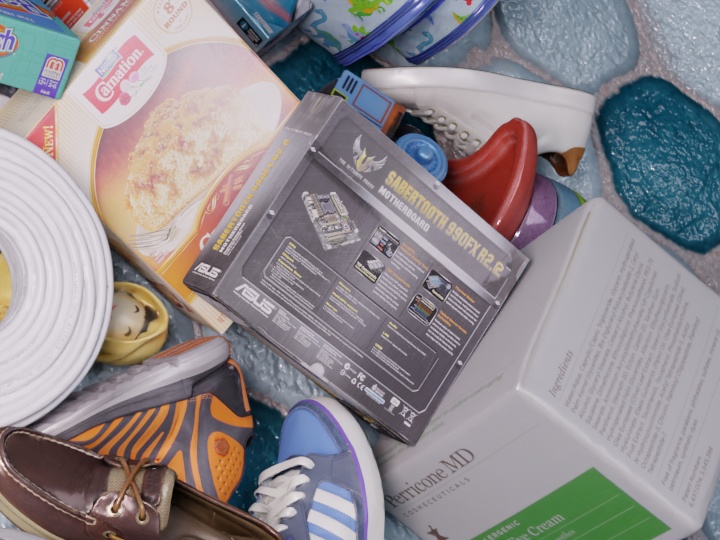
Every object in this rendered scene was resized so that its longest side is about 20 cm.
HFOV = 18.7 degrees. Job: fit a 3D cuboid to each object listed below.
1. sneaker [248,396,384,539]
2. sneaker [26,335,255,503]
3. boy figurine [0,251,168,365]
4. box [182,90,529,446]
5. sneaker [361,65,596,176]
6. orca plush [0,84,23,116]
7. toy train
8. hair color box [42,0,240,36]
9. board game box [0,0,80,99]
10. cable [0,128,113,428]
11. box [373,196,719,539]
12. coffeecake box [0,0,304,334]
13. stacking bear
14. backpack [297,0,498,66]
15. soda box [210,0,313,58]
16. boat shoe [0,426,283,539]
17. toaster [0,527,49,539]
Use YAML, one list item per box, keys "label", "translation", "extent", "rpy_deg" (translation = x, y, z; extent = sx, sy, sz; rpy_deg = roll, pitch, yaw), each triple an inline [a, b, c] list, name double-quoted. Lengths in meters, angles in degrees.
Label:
- label: "sneaker"
  translation: [-0.061, 0.176, 1.437]
  extent: [0.146, 0.080, 0.201]
  rpy_deg: [7, 67, -40]
- label: "sneaker"
  translation: [-0.148, 0.126, 1.403]
  extent: [0.199, 0.077, 0.113]
  rpy_deg: [-24, 99, -27]
- label: "boy figurine"
  translation: [-0.216, 0.009, 1.428]
  extent: [0.200, 0.064, 0.125]
  rpy_deg: [34, 46, -14]
- label: "box"
  translation: [0.000, 0.000, 1.483]
  extent: [0.200, 0.048, 0.159]
  rpy_deg: [38, 79, -31]
- label: "sneaker"
  translation: [0.093, -0.114, 1.735]
  extent: [0.199, 0.073, 0.085]
  rpy_deg: [9, 91, -19]
- label: "orca plush"
  translation: [-0.239, -0.094, 1.487]
  extent: [0.199, 0.071, 0.106]
  rpy_deg: [6, 106, -31]
- label: "toy train"
  translation: [-0.015, -0.048, 1.606]
  extent: [0.114, 0.087, 0.200]
  rpy_deg: [32, 51, -7]
- label: "hair color box"
  translation: [-0.144, -0.153, 1.578]
  extent: [0.200, 0.061, 0.101]
  rpy_deg: [51, 46, -3]
- label: "board game box"
  translation: [-0.283, -0.180, 1.415]
  extent: [0.152, 0.045, 0.200]
  rpy_deg: [15, 16, -32]
- label: "cable"
  translation: [-0.251, 0.007, 1.339]
  extent: [0.199, 0.069, 0.201]
  rpy_deg: [-26, 95, -24]
- label: "box"
  translation: [0.144, 0.099, 1.558]
  extent: [0.171, 0.199, 0.200]
  rpy_deg: [39, 48, -12]
- label: "coffeecake box"
  translation: [-0.123, -0.083, 1.465]
  extent: [0.154, 0.073, 0.200]
  rpy_deg: [-51, 119, -10]
- label: "stacking bear"
  translation: [0.154, -0.009, 1.699]
  extent: [0.200, 0.121, 0.114]
  rpy_deg: [31, 47, -30]
- label: "backpack"
  translation: [0.040, -0.247, 1.692]
  extent: [0.147, 0.183, 0.200]
  rpy_deg: [45, 60, -11]
- label: "soda box"
  translation: [-0.131, -0.243, 1.633]
  extent: [0.200, 0.068, 0.064]
  rpy_deg: [49, 46, -2]
- label: "boat shoe"
  translation: [-0.135, 0.138, 1.318]
  extent: [0.200, 0.072, 0.072]
  rpy_deg: [32, 38, -22]
- label: "toaster"
  translation: [-0.226, 0.228, 1.232]
  extent: [0.199, 0.113, 0.130]
  rpy_deg: [-15, 107, -39]
